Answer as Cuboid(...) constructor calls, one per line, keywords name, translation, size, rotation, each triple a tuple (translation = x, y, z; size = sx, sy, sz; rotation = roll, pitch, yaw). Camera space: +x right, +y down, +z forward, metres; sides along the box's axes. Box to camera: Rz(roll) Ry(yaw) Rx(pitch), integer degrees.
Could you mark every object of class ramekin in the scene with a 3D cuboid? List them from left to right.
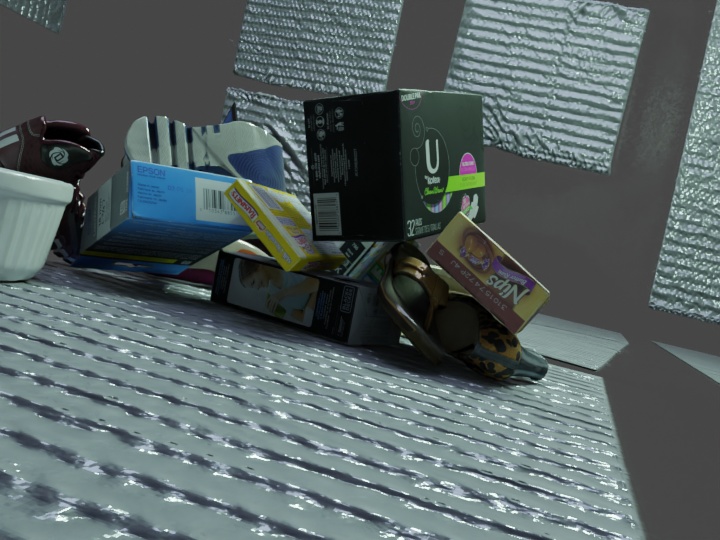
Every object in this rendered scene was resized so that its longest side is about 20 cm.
Cuboid(name="ramekin", translation=(-0.369, -0.054, 0.704), size=(0.197, 0.097, 0.202), rotation=(12, 2, -1))

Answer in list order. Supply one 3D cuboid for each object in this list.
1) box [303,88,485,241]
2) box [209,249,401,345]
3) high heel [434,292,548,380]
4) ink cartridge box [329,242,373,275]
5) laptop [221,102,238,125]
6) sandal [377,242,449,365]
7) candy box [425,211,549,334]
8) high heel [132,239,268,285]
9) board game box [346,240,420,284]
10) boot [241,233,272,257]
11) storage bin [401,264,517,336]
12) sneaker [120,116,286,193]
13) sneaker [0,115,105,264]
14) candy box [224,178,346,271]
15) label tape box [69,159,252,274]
Cuboid(name="box", translation=(0.045, -0.116, 0.857), size=(0.122, 0.153, 0.198), rotation=(2, 10, 34))
Cuboid(name="box", translation=(-0.058, 0.029, 0.869), size=(0.196, 0.062, 0.116), rotation=(14, 3, 31))
Cuboid(name="high heel", translation=(0.095, 0.057, 0.827), size=(0.197, 0.073, 0.141), rotation=(26, 3, 36))
Cuboid(name="ink cartridge box", translation=(-0.021, -0.036, 1.035), size=(0.039, 0.201, 0.099), rotation=(43, -13, -16))
Cuboid(name="laptop", translation=(-0.253, -0.142, 1.026), size=(0.194, 0.106, 0.178), rotation=(-8, 24, -7))
Cuboid(name="sandal", translation=(0.063, 0.019, 0.789), size=(0.082, 0.054, 0.201), rotation=(43, 21, -14))
Cuboid(name="candy box", translation=(0.139, 0.008, 0.813), size=(0.116, 0.057, 0.200), rotation=(43, 8, 12))
Cuboid(name="high heel", translation=(-0.208, -0.011, 1.047), size=(0.196, 0.069, 0.095), rotation=(18, -15, -31))
Cuboid(name="board game box", translation=(0.000, 0.000, 1.036), size=(0.034, 0.135, 0.200), rotation=(43, -5, -11))
Cuboid(name="boot", translation=(-0.207, -0.045, 1.119), size=(0.194, 0.070, 0.131), rotation=(7, 19, -11))
Cuboid(name="storage bin", translation=(0.104, 0.041, 1.082), size=(0.193, 0.096, 0.200), rotation=(12, 2, -12))
Cuboid(name="sneaker", translation=(-0.192, -0.122, 0.907), size=(0.195, 0.083, 0.114), rotation=(5, -14, -33))
Cuboid(name="sneaker", translation=(-0.322, -0.091, 0.874), size=(0.077, 0.113, 0.201), rotation=(65, 3, 39))
Cuboid(name="candy box", translation=(-0.075, -0.045, 0.839), size=(0.103, 0.026, 0.200), rotation=(52, 9, 7))
Cuboid(name="label tape box", translation=(-0.228, -0.052, 0.870), size=(0.141, 0.065, 0.198), rotation=(5, -16, -37))
